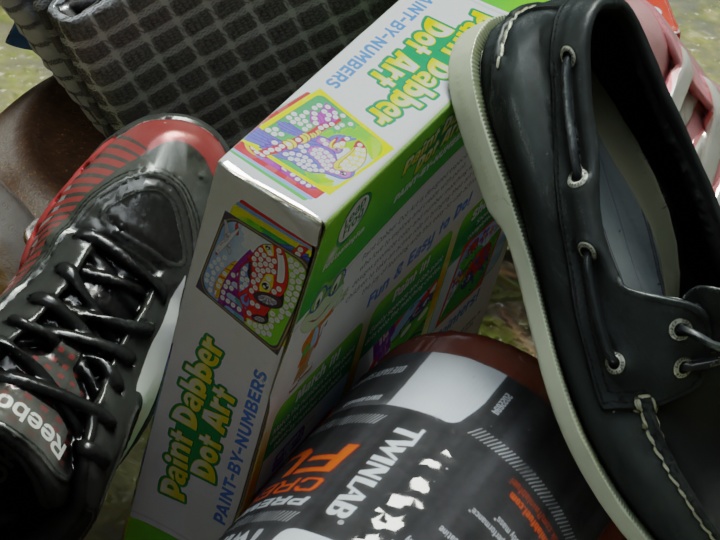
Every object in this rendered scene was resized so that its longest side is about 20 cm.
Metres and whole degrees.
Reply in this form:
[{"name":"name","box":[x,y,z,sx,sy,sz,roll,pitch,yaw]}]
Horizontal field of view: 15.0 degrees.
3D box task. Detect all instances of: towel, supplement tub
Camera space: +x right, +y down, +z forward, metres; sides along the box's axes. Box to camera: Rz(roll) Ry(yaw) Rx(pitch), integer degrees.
[{"name":"towel","box":[-0.016,-0.101,0.992,0.199,0.166,0.086,-32,55,-1]},{"name":"supplement tub","box":[-0.001,0.114,0.857,0.106,0.107,0.200,23,45,21]}]

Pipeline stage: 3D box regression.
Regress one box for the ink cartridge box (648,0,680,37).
[{"name":"ink cartridge box","box":[0.096,-0.070,1.115,0.050,0.110,0.201,-3,38,-8]}]

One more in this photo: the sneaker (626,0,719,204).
[{"name":"sneaker","box":[0.129,-0.033,0.962,0.104,0.200,0.076,18,74,27]}]

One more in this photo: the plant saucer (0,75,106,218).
[{"name":"plant saucer","box":[-0.067,-0.040,1.116,0.199,0.037,0.201,3,37,-2]}]

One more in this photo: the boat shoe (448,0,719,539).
[{"name":"boat shoe","box":[0.095,0.005,0.846,0.074,0.066,0.201,-12,80,-47]}]

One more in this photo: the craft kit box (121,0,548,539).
[{"name":"craft kit box","box":[0.000,0.000,0.935,0.048,0.198,0.200,31,42,13]}]

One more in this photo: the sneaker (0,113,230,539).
[{"name":"sneaker","box":[-0.097,0.035,0.890,0.071,0.098,0.201,32,79,-4]}]

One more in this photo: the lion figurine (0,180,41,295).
[{"name":"lion figurine","box":[-0.139,-0.015,1.010,0.072,0.123,0.200,-34,75,-35]}]

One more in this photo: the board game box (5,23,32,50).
[{"name":"board game box","box":[-0.062,-0.141,1.098,0.157,0.200,0.039,-12,79,-19]}]
